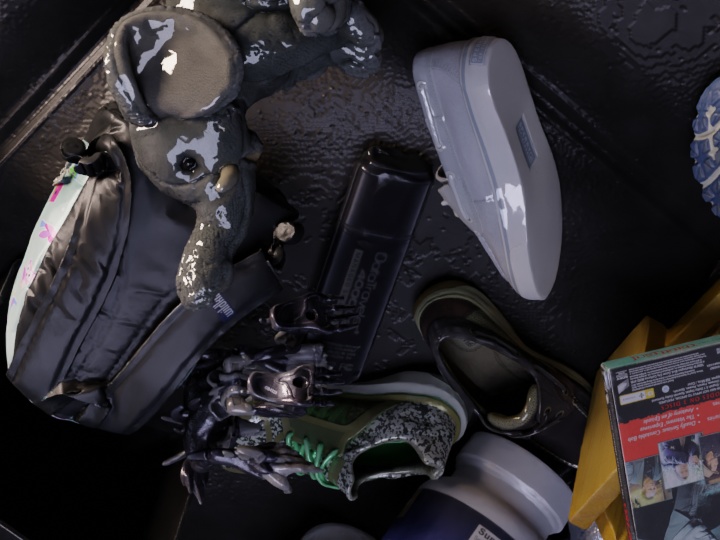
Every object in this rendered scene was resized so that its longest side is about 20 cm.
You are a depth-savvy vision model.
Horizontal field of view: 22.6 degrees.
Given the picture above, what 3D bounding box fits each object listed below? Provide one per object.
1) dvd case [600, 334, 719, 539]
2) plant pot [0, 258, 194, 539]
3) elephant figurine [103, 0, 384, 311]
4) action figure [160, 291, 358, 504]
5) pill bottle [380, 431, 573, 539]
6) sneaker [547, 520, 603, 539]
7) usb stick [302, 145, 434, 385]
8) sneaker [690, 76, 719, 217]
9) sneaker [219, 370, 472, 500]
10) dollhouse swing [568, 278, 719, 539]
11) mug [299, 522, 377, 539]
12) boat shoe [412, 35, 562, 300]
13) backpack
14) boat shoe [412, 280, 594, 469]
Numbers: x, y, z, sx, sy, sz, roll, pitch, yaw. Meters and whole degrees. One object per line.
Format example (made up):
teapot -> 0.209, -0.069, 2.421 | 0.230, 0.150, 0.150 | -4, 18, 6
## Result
dvd case -> 0.246, 0.142, 1.216 | 0.145, 0.022, 0.201 | -14, 103, -8
plant pot -> -0.252, 0.149, 1.296 | 0.177, 0.200, 0.199 | -29, 121, 37
elephant figurine -> -0.093, -0.110, 1.077 | 0.200, 0.155, 0.142 | -45, 137, -7
action figure -> -0.067, 0.092, 1.225 | 0.102, 0.119, 0.200 | 15, 152, -22
pill bottle -> 0.066, 0.223, 1.305 | 0.116, 0.200, 0.116 | 32, 159, 14
sneaker -> 0.200, 0.230, 1.385 | 0.115, 0.075, 0.200 | 11, 136, -13
usb stick -> 0.000, 0.000, 1.253 | 0.055, 0.033, 0.200 | 10, 127, -12
sneaker -> 0.289, -0.047, 1.178 | 0.077, 0.085, 0.200 | -16, 109, 54
sneaker -> -0.019, 0.128, 1.314 | 0.199, 0.089, 0.077 | -11, 124, 17
dollhouse swing -> 0.286, 0.118, 1.247 | 0.200, 0.182, 0.176 | 28, 144, -16
mug -> -0.046, 0.322, 1.436 | 0.178, 0.134, 0.200 | 45, 123, -8
boat shoe -> 0.082, -0.063, 1.182 | 0.068, 0.072, 0.200 | 3, 138, 29
backpack -> -0.150, 0.007, 1.191 | 0.167, 0.127, 0.200 | 29, 100, -8
boat shoe -> 0.111, 0.090, 1.293 | 0.200, 0.065, 0.073 | 39, 120, -23
